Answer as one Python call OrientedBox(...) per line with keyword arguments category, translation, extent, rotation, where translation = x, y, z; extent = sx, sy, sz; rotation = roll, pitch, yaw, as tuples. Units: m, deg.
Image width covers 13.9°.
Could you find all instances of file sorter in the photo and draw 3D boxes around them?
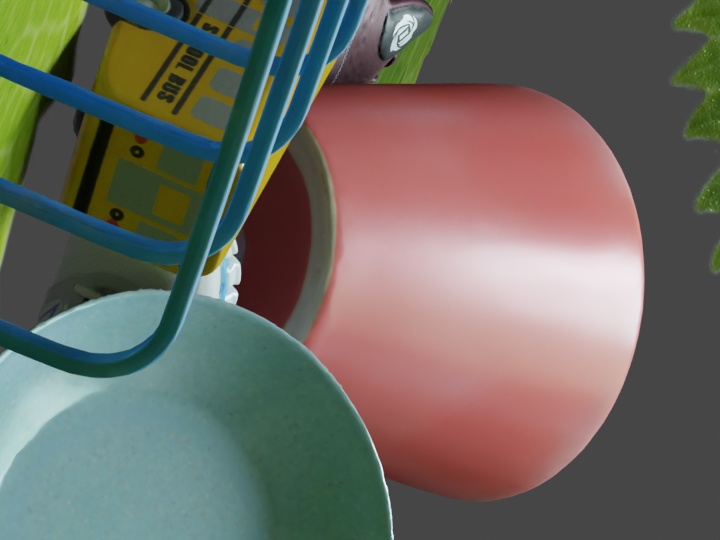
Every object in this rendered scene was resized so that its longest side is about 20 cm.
OrientedBox(category="file sorter", translation=(-0.055, -0.091, 0.643), extent=(0.200, 0.122, 0.139), rotation=(-64, 176, -56))

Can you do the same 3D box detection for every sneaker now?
OrientedBox(category="sneaker", translation=(-0.107, 0.043, 1.207), extent=(0.087, 0.075, 0.200), rotation=(-55, 168, -47))
OrientedBox(category="sneaker", translation=(-0.012, -0.090, 1.478), extent=(0.115, 0.076, 0.200), rotation=(-36, 163, -24))

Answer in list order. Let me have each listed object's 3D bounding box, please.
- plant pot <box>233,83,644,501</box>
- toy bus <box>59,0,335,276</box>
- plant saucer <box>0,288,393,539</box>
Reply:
OrientedBox(category="plant pot", translation=(0.000, 0.000, 1.353), extent=(0.177, 0.200, 0.201), rotation=(9, 109, -44))
OrientedBox(category="toy bus", translation=(-0.052, -0.086, 1.117), extent=(0.200, 0.078, 0.065), rotation=(-63, 175, -51))
OrientedBox(category="plant saucer", translation=(-0.083, 0.109, 1.161), extent=(0.039, 0.201, 0.202), rotation=(-14, -131, 63))
